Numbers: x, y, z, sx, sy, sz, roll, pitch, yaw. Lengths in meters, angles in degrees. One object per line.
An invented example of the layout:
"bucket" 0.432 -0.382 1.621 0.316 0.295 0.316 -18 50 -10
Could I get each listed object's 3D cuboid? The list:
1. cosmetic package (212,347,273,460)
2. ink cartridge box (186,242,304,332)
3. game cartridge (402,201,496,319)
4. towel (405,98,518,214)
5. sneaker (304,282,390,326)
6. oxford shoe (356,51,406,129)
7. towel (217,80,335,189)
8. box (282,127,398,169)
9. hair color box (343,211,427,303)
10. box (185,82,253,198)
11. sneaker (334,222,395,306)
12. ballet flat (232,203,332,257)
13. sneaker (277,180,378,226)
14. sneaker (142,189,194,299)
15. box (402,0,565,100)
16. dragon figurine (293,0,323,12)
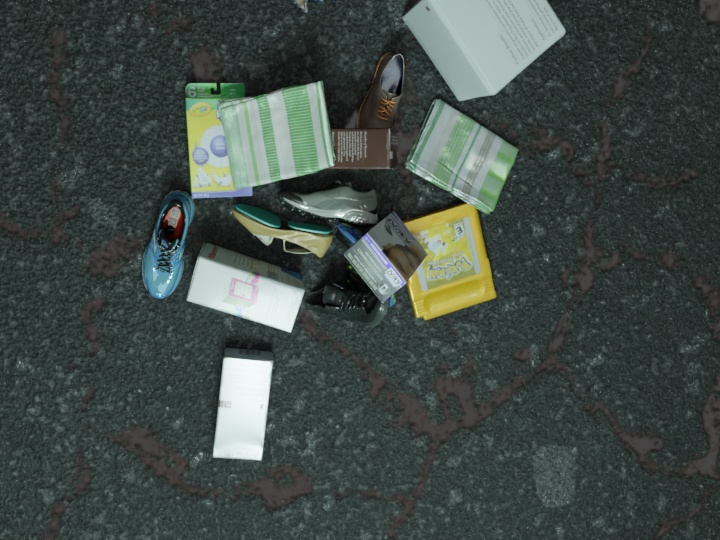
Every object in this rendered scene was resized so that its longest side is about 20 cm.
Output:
"cosmetic package" -0.228 0.260 1.314 0.099 0.074 0.206 5 98 -9
"ink cartridge box" -0.209 0.028 1.237 0.196 0.145 0.086 20 99 -11
"game cartridge" 0.169 -0.018 1.343 0.172 0.032 0.205 -17 100 -5
"towel" 0.199 -0.219 1.298 0.197 0.031 0.152 27 84 -11
"sneaker" -0.026 0.060 1.248 0.102 0.199 0.061 23 74 -16
"oxford shoe" 0.038 -0.305 1.250 0.070 0.073 0.205 11 99 -10
"towel" -0.146 -0.235 1.172 0.195 0.023 0.157 -9 97 15
"box" -0.034 -0.218 1.211 0.195 0.100 0.077 4 100 11
"hair color box" 0.051 -0.030 1.216 0.065 0.200 0.110 -39 92 24
"box" -0.257 -0.237 1.229 0.114 0.048 0.206 -5 99 -14
"sneaker" 0.000 0.000 1.290 0.081 0.071 0.202 -24 120 9
"ballet flat" -0.150 -0.069 1.271 0.195 0.069 0.064 15 112 -10
"sneaker" -0.060 -0.133 1.275 0.195 0.074 0.082 7 90 -15
"sneaker" -0.357 -0.045 1.230 0.076 0.090 0.205 12 98 -11
"box" 0.209 -0.434 1.188 0.170 0.200 0.200 -40 104 -2
"dragon figurine" -0.144 -0.546 1.187 0.059 0.099 0.201 -40 84 3
